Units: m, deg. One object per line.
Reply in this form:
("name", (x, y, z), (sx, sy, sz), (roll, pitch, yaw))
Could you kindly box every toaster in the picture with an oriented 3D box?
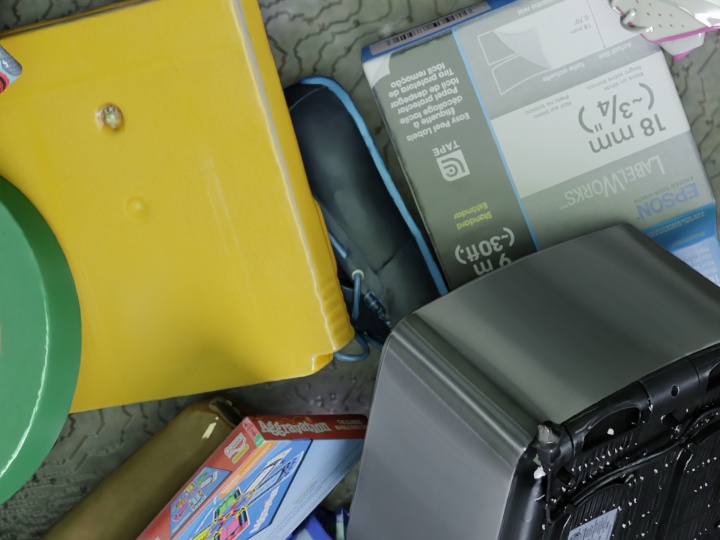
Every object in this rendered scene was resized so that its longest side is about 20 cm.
("toaster", (0.100, 0.088, 1.214), (0.180, 0.119, 0.201), (-23, 139, -35))

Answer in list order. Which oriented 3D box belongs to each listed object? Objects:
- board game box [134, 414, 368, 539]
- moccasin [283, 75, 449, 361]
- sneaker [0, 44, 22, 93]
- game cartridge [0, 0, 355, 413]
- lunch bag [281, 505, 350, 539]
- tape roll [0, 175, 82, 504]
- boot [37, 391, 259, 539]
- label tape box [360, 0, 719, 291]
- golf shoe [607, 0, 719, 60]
("board game box", (-0.083, 0.145, 1.276), (0.200, 0.103, 0.019), (-48, 65, 22))
("moccasin", (0.000, 0.000, 1.289), (0.068, 0.080, 0.201), (-27, 87, -5))
("sneaker", (-0.214, -0.095, 1.203), (0.095, 0.079, 0.201), (11, 80, 14))
("game cartridge", (-0.105, -0.035, 1.261), (0.176, 0.032, 0.201), (-10, 105, 28))
("lunch bag", (0.011, 0.243, 1.306), (0.200, 0.124, 0.170), (34, 101, 19))
("tape roll", (-0.241, 0.035, 1.264), (0.200, 0.048, 0.201), (0, 89, 14))
("boot", (-0.144, 0.133, 1.274), (0.200, 0.175, 0.066), (-40, 66, 8))
("label tape box", (0.102, -0.044, 1.283), (0.144, 0.063, 0.201), (-22, 101, 3))
("golf shoe", (0.131, -0.150, 1.199), (0.199, 0.075, 0.092), (13, 108, 7))
